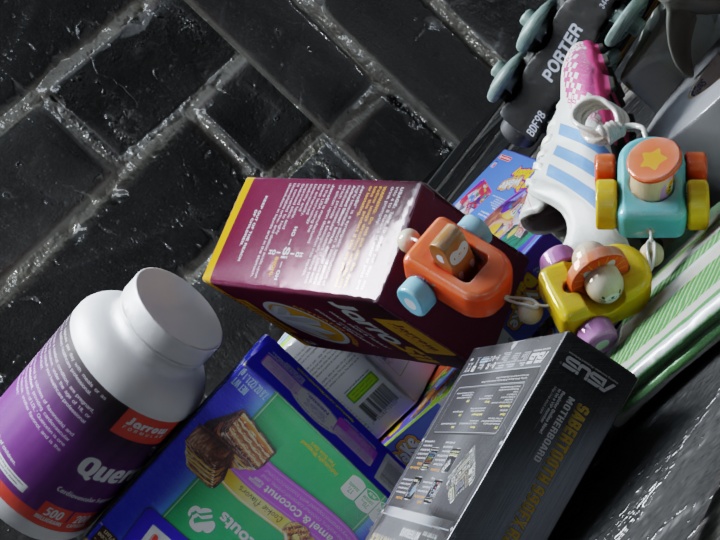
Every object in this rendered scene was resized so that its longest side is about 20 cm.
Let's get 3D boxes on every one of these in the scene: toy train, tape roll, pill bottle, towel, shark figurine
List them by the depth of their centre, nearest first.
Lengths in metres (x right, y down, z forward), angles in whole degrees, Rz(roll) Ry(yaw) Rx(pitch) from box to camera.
[{"bbox_3d":[0.204,0.001,0.978,0.153,0.023,0.200,-46,3,27],"label":"towel"},{"bbox_3d":[0.120,-0.035,1.012,0.200,0.150,0.056,-43,-29,-20],"label":"toy train"},{"bbox_3d":[0.277,-0.132,1.130,0.201,0.066,0.200,-48,5,5],"label":"tape roll"},{"bbox_3d":[0.273,-0.216,1.170,0.213,0.130,0.089,-29,18,-37],"label":"shark figurine"},{"bbox_3d":[-0.188,0.094,1.217,0.200,0.112,0.113,-47,4,23],"label":"pill bottle"},{"bbox_3d":[0.168,-0.176,1.244,0.114,0.085,0.201,-40,-16,-43],"label":"toy train"}]

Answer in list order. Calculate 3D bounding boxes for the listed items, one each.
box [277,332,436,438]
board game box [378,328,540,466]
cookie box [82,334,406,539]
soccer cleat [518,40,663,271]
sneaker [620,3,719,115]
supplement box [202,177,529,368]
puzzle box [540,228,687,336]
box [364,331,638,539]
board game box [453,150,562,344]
[{"bbox_3d":[-0.001,0.061,1.370,0.113,0.101,0.200,-45,4,28],"label":"box"},{"bbox_3d":[0.054,0.116,1.313,0.200,0.045,0.135,-45,5,41],"label":"board game box"},{"bbox_3d":[-0.078,0.181,1.225,0.200,0.171,0.075,-47,1,18],"label":"cookie box"},{"bbox_3d":[0.139,-0.072,1.115,0.085,0.070,0.202,-18,46,16],"label":"soccer cleat"},{"bbox_3d":[0.282,-0.188,1.279,0.200,0.115,0.074,-48,2,-15],"label":"sneaker"},{"bbox_3d":[0.000,0.000,1.151,0.199,0.110,0.086,5,68,52],"label":"supplement box"},{"bbox_3d":[0.182,-0.003,1.224,0.133,0.025,0.200,-48,4,13],"label":"puzzle box"},{"bbox_3d":[0.068,0.117,0.945,0.159,0.048,0.200,-60,6,-10],"label":"box"},{"bbox_3d":[0.106,-0.016,1.254,0.135,0.045,0.200,-46,16,-1],"label":"board game box"}]
